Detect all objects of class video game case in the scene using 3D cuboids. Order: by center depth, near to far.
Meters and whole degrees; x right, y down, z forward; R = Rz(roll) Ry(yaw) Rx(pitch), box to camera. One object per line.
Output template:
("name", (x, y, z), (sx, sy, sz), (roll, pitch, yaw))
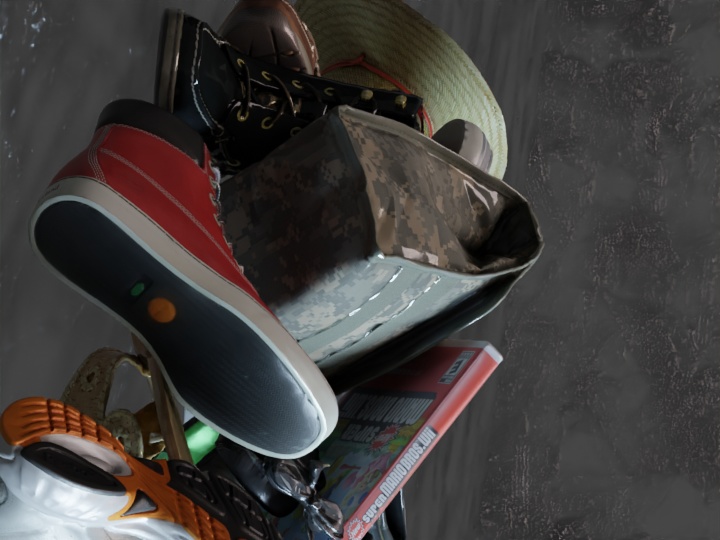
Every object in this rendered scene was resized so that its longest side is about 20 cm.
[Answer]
("video game case", (-0.009, 0.120, 1.267), (0.200, 0.017, 0.143), (-51, -163, -16))

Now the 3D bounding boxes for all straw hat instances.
("straw hat", (0.000, -0.103, 1.499), (0.085, 0.200, 0.202), (-44, 150, -32))

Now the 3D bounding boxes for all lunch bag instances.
("lunch bag", (0.000, 0.000, 1.263), (0.199, 0.163, 0.118), (12, 55, -52))

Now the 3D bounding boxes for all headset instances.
("headset", (-0.075, 0.124, 1.219), (0.094, 0.199, 0.124), (48, 68, -30))

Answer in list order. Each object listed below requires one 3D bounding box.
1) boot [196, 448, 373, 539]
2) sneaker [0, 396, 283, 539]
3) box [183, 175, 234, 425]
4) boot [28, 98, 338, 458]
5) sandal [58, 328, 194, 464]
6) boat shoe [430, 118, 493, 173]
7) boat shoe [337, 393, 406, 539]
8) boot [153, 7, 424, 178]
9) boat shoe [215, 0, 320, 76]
("boot", (-0.067, 0.168, 1.344), (0.201, 0.130, 0.068), (-56, 166, -26))
("sneaker", (-0.120, 0.140, 1.057), (0.092, 0.199, 0.076), (-46, -150, 21))
("box", (-0.058, 0.044, 1.463), (0.124, 0.097, 0.202), (-56, 153, -66))
("boot", (-0.077, -0.002, 1.141), (0.072, 0.200, 0.145), (-37, -165, 29))
("sandal", (-0.135, 0.076, 1.181), (0.212, 0.069, 0.078), (-109, -177, -64))
("boat shoe", (0.056, -0.028, 1.389), (0.201, 0.071, 0.070), (122, -15, -55))
("boat shoe", (0.009, 0.112, 1.457), (0.069, 0.056, 0.201), (-65, 161, -54))
("boot", (-0.040, -0.100, 1.267), (0.204, 0.152, 0.074), (70, 26, -75))
("boat shoe", (-0.062, -0.133, 1.388), (0.200, 0.075, 0.072), (95, 3, -68))
